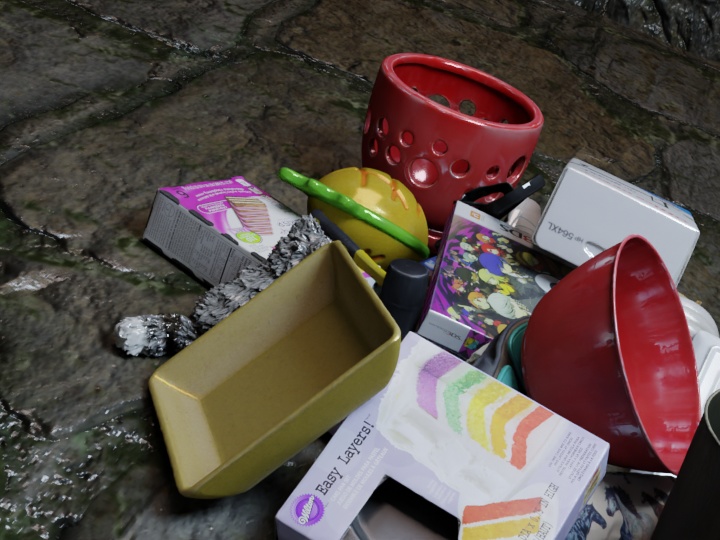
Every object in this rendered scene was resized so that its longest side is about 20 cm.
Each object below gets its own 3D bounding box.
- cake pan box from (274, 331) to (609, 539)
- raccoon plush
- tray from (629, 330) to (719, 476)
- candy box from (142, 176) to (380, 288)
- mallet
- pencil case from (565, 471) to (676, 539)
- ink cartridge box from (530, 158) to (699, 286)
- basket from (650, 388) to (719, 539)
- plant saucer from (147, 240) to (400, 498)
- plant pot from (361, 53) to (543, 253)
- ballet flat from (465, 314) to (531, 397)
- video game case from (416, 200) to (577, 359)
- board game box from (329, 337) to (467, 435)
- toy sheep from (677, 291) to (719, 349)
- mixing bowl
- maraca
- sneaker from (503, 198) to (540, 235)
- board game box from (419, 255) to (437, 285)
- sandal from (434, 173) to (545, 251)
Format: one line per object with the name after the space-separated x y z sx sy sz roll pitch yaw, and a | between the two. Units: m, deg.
0.059 0.168 1.094 0.183 0.053 0.200 29 61 20 | cake pan box
-0.101 0.021 1.284 0.198 0.135 0.097 -3 34 -44 | raccoon plush
0.326 0.149 1.365 0.106 0.022 0.201 26 60 11 | tray
-0.098 -0.018 1.467 0.199 0.062 0.136 34 26 26 | candy box
0.000 0.000 1.404 0.041 0.067 0.200 -1 19 -31 | mallet
0.203 0.209 1.205 0.198 0.078 0.090 7 58 -31 | pencil case
0.255 -0.043 1.478 0.145 0.085 0.200 26 10 5 | ink cartridge box
0.285 0.209 1.118 0.135 0.202 0.180 32 26 24 | basket
-0.063 0.084 1.155 0.049 0.199 0.200 54 1 -27 | plant saucer
0.089 -0.130 1.713 0.198 0.184 0.201 18 23 -8 | plant pot
0.112 0.092 1.255 0.072 0.074 0.200 26 29 13 | ballet flat
0.153 0.031 1.413 0.179 0.036 0.201 25 35 -3 | video game case
0.066 0.129 1.291 0.199 0.042 0.199 -5 34 -46 | board game box
0.294 0.094 1.478 0.136 0.139 0.201 23 49 5 | toy sheep
0.203 0.079 1.241 0.107 0.203 0.200 -13 7 28 | mixing bowl
-0.006 -0.059 1.545 0.136 0.108 0.199 21 -6 44 | maraca
0.176 -0.011 1.580 0.079 0.071 0.201 25 32 -1 | sneaker
0.183 0.035 1.614 0.199 0.042 0.199 31 25 21 | board game box
0.129 -0.070 1.545 0.075 0.200 0.045 -34 87 -26 | sandal
